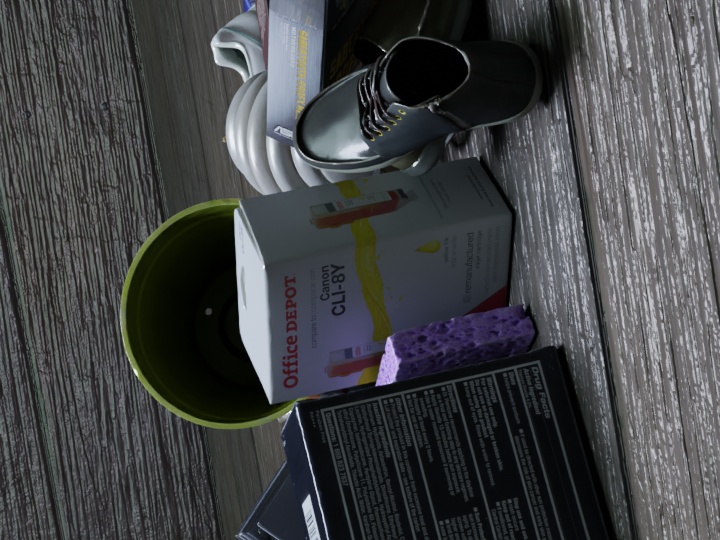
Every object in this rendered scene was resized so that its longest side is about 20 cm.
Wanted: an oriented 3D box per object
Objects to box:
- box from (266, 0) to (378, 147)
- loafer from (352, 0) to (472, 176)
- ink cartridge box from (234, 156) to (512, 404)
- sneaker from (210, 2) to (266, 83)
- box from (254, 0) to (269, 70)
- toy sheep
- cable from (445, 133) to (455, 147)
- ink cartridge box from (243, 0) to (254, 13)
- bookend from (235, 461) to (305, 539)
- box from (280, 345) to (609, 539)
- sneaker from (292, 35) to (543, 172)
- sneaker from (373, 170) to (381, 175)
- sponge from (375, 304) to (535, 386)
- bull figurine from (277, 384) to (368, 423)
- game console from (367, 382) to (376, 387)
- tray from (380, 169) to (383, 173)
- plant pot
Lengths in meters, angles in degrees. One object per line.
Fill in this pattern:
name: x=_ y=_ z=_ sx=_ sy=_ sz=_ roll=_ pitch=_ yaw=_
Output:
box: x=-0.009 y=-0.213 z=1.204 sx=0.159 sy=0.048 sz=0.201 roll=96 pitch=-162 yaw=-48
loafer: x=0.035 y=-0.174 z=1.160 sx=0.075 sy=0.069 sz=0.203 roll=-6 pitch=77 yaw=64
ink cartridge box: x=0.009 y=0.008 z=1.215 sx=0.084 sy=0.197 sz=0.146 roll=-116 pitch=20 yaw=-47
sneaker: x=-0.058 y=-0.159 z=1.425 sx=0.200 sy=0.080 sz=0.071 roll=44 pitch=145 yaw=19
box: x=-0.045 y=-0.259 z=1.409 sx=0.075 sy=0.099 sz=0.202 roll=98 pitch=166 yaw=-53
toy sheep: x=-0.039 y=-0.110 z=1.310 sx=0.199 sy=0.137 sz=0.140 roll=7 pitch=110 yaw=45
cable: x=0.060 y=-0.125 z=1.211 sx=0.200 sy=0.050 sz=0.099 roll=-139 pitch=52 yaw=-72
ink cartridge box: x=-0.075 y=-0.211 z=1.677 sx=0.137 sy=0.075 sz=0.202 roll=-117 pitch=22 yaw=-49
bookend: x=-0.013 y=0.257 z=1.463 sx=0.198 sy=0.093 sz=0.200 roll=34 pitch=165 yaw=5
box: x=0.063 y=0.181 z=1.128 sx=0.123 sy=0.196 sz=0.202 roll=116 pitch=142 yaw=-72
sneaker: x=0.015 y=-0.120 z=1.070 sx=0.198 sy=0.106 sz=0.076 roll=-16 pitch=81 yaw=32
sneaker: x=-0.001 y=0.000 z=1.448 sx=0.201 sy=0.072 sz=0.115 roll=97 pitch=154 yaw=-66
sponge: x=0.065 y=0.096 z=1.242 sx=0.201 sy=0.110 sz=0.030 roll=102 pitch=152 yaw=-59
bull figurine: x=-0.021 y=0.113 z=1.515 sx=0.065 sy=0.200 sz=0.121 roll=48 pitch=129 yaw=-9
game console: x=0.066 y=0.132 z=1.470 sx=0.170 sy=0.118 sz=0.202 roll=28 pitch=136 yaw=32
tray: x=0.034 y=-0.111 z=1.404 sx=0.201 sy=0.022 sz=0.108 roll=95 pitch=159 yaw=-48
plant pot: x=-0.110 y=0.047 z=1.473 sx=0.193 sy=0.198 sz=0.203 roll=69 pitch=-171 yaw=-84
